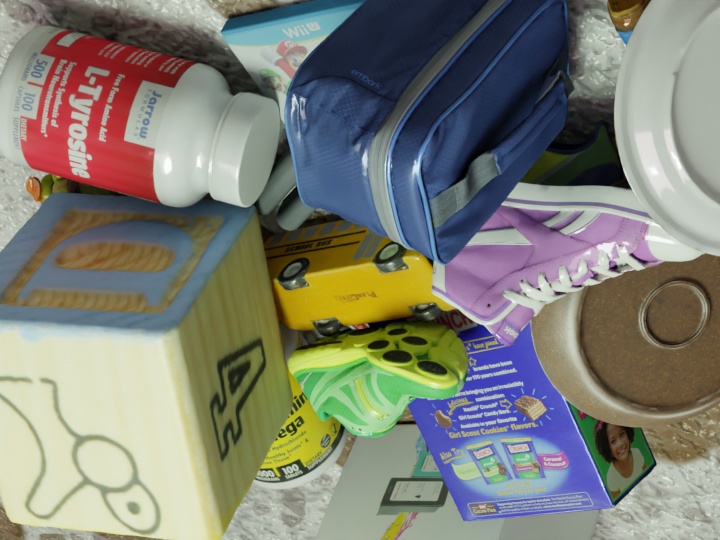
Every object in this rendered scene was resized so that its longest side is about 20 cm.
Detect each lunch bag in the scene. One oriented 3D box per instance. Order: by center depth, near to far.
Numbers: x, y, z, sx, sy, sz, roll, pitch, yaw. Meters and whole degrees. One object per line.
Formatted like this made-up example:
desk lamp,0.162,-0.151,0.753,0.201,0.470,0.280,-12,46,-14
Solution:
lunch bag,0.061,-0.111,1.175,0.132,0.200,0.136,27,151,27

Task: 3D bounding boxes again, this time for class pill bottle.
pill bottle,-0.169,-0.113,1.356,0.200,0.112,0.112,15,144,13
pill bottle,-0.094,0.097,1.588,0.112,0.113,0.200,1,139,28

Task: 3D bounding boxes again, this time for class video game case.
video game case,0.002,-0.123,1.334,0.143,0.018,0.200,-6,135,35

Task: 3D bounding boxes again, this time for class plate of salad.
plate of salad,0.244,-0.108,1.107,0.200,0.200,0.048,40,176,-23

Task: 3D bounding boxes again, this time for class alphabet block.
alphabet block,-0.181,0.073,1.398,0.195,0.196,0.200,5,124,19

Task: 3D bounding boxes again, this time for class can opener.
can opener,-0.030,-0.081,1.341,0.053,0.067,0.200,31,149,-14

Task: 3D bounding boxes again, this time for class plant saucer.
plant saucer,0.223,0.027,1.282,0.200,0.034,0.201,-4,110,-11

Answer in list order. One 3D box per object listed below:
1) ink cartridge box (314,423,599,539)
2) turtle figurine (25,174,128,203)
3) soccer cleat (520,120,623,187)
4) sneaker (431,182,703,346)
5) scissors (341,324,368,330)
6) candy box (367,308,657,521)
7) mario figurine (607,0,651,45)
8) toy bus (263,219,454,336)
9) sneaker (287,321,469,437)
ink cartridge box,0.090,0.240,1.642,0.200,0.146,0.147,-6,135,35
turtle figurine,-0.223,-0.076,1.477,0.161,0.064,0.200,-6,135,34
soccer cleat,0.094,-0.074,1.303,0.200,0.065,0.084,-3,109,17
sneaker,0.140,0.002,1.206,0.200,0.114,0.073,5,164,35
scissors,0.047,0.082,1.580,0.200,0.014,0.073,41,138,-25
candy box,0.121,0.096,1.437,0.169,0.077,0.200,-13,108,45
mario figurine,0.234,-0.115,1.192,0.123,0.106,0.200,32,152,55
toy bus,0.000,0.000,1.430,0.200,0.078,0.065,-10,128,42
sneaker,0.023,0.089,1.414,0.200,0.074,0.084,-4,110,54
